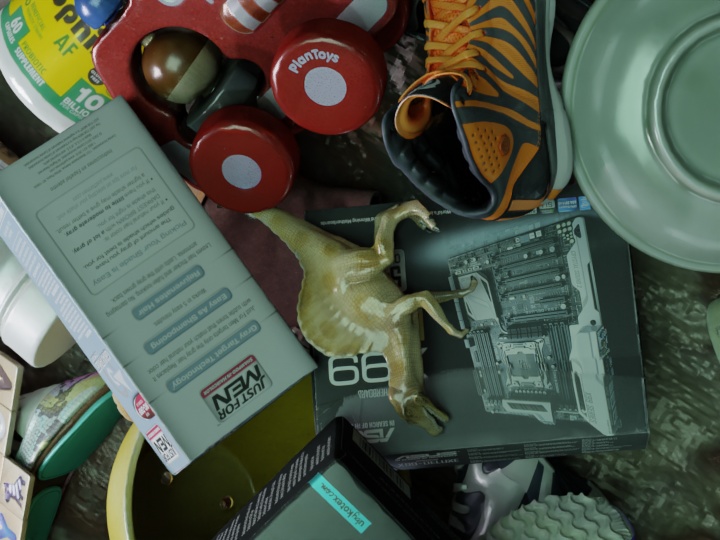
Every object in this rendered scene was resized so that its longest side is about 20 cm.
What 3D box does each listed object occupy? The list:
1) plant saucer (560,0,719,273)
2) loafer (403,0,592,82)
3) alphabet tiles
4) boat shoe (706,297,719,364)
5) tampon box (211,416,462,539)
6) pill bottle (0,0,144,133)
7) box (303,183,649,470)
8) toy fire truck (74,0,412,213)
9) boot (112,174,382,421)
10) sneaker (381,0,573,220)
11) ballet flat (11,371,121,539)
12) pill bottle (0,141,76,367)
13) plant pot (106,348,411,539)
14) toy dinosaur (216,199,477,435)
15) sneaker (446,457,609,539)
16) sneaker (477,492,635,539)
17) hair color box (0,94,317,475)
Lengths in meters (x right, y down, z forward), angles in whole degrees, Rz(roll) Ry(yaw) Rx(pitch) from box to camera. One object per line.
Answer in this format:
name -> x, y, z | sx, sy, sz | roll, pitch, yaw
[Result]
plant saucer -> 0.216, -0.095, 1.028 | 0.198, 0.050, 0.202 | 0, 98, 0
loafer -> 0.058, -0.169, 1.097 | 0.199, 0.063, 0.072 | 23, 109, 14
alphabet tiles -> -0.284, 0.144, 1.277 | 0.167, 0.008, 0.202 | 27, 112, 43
boat shoe -> 0.268, 0.100, 1.082 | 0.062, 0.072, 0.202 | -15, 92, 47
tampon box -> -0.032, 0.210, 0.991 | 0.200, 0.126, 0.150 | -44, 93, 5
pill bottle -> -0.133, -0.181, 1.139 | 0.200, 0.113, 0.113 | -38, 87, 22
box -> 0.068, 0.036, 1.083 | 0.198, 0.050, 0.159 | -5, 72, 6
toy fire truck -> -0.075, -0.142, 1.046 | 0.168, 0.112, 0.200 | 39, 126, -16
boot -> -0.078, 0.023, 1.181 | 0.165, 0.072, 0.202 | 15, 102, 19
sneaker -> 0.058, -0.125, 1.008 | 0.077, 0.112, 0.202 | -16, 91, 39
ballet flat -> -0.232, 0.135, 1.269 | 0.071, 0.069, 0.201 | 40, 114, 21
pill bottle -> -0.266, -0.031, 1.217 | 0.200, 0.114, 0.115 | 39, 111, 9
plant pot -> -0.086, 0.155, 1.161 | 0.142, 0.199, 0.201 | -17, 96, 59
toy dinosaur -> 0.000, 0.000, 1.046 | 0.101, 0.058, 0.200 | -39, 72, -5
sneaker -> 0.069, 0.146, 1.148 | 0.129, 0.080, 0.199 | -41, 96, 14
sneaker -> 0.090, 0.217, 1.096 | 0.200, 0.100, 0.070 | -40, 54, 4
hair color box -> -0.126, 0.009, 1.057 | 0.099, 0.061, 0.201 | -35, 88, -22
